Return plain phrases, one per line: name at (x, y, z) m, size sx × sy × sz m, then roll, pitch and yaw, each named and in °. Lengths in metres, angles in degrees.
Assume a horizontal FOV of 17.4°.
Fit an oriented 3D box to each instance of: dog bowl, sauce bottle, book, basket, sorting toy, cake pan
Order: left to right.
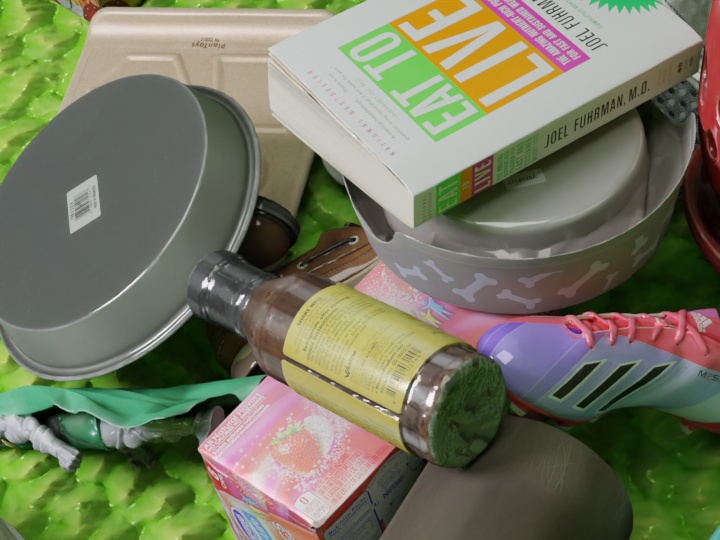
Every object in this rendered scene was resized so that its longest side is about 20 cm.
cake pan at (-0.148, -0.032, 1.367) m, size 0.199 × 0.037 × 0.201 m, roll -22°, pitch 48°, yaw 27°
sorting toy at (-0.113, -0.082, 1.509) m, size 0.184 × 0.037 × 0.201 m, roll 2°, pitch 57°, yaw 17°
sauce bottle at (-0.013, 0.039, 1.225) m, size 0.199 × 0.065 × 0.065 m, roll 27°, pitch 62°, yaw 39°
basket at (0.052, 0.182, 1.177) m, size 0.136 × 0.181 × 0.200 m, roll 30°, pitch 49°, yaw 2°
book at (0.068, -0.109, 1.278) m, size 0.199 × 0.048 × 0.134 m, roll -29°, pitch 53°, yaw -24°
dog bowl at (0.085, -0.058, 1.293) m, size 0.199 × 0.059 × 0.201 m, roll -4°, pitch 46°, yaw 4°

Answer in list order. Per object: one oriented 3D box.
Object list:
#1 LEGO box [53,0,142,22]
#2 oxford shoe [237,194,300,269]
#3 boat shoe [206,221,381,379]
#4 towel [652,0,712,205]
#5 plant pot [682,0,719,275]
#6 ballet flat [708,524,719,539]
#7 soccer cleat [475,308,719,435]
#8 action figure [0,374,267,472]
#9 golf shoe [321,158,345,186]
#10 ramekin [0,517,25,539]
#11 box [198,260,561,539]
LEGO box at (-0.150, -0.288, 1.609) m, size 0.077 × 0.149 × 0.200 m, roll 30°, pitch 63°, yaw 32°
oxford shoe at (-0.121, 0.011, 1.394) m, size 0.199 × 0.073 × 0.085 m, roll -20°, pitch 47°, yaw 29°
boat shoe at (0.000, 0.000, 1.384) m, size 0.199 × 0.072 × 0.068 m, roll -28°, pitch 51°, yaw -10°
towel at (0.140, -0.128, 1.409) m, size 0.192 × 0.035 × 0.200 m, roll -37°, pitch 87°, yaw -15°
plant pot at (0.279, -0.077, 1.283) m, size 0.199 × 0.183 × 0.201 m, roll 3°, pitch 44°, yaw -3°
ballet flat at (0.234, 0.106, 1.210) m, size 0.067 × 0.067 × 0.200 m, roll 29°, pitch 63°, yaw 9°
soccer cleat at (0.149, 0.044, 1.246) m, size 0.199 × 0.077 × 0.067 m, roll 11°, pitch 38°, yaw -33°
action figure at (-0.149, 0.088, 1.344) m, size 0.199 × 0.118 × 0.055 m, roll -2°, pitch 88°, yaw 36°
golf shoe at (0.068, -0.099, 1.437) m, size 0.199 × 0.092 × 0.076 m, roll -6°, pitch 49°, yaw 8°
ramekin at (-0.273, 0.188, 1.279) m, size 0.199 × 0.105 × 0.201 m, roll -7°, pitch 50°, yaw 8°
box at (0.018, 0.079, 1.295) m, size 0.094 × 0.103 × 0.200 m, roll 30°, pitch 64°, yaw 32°
